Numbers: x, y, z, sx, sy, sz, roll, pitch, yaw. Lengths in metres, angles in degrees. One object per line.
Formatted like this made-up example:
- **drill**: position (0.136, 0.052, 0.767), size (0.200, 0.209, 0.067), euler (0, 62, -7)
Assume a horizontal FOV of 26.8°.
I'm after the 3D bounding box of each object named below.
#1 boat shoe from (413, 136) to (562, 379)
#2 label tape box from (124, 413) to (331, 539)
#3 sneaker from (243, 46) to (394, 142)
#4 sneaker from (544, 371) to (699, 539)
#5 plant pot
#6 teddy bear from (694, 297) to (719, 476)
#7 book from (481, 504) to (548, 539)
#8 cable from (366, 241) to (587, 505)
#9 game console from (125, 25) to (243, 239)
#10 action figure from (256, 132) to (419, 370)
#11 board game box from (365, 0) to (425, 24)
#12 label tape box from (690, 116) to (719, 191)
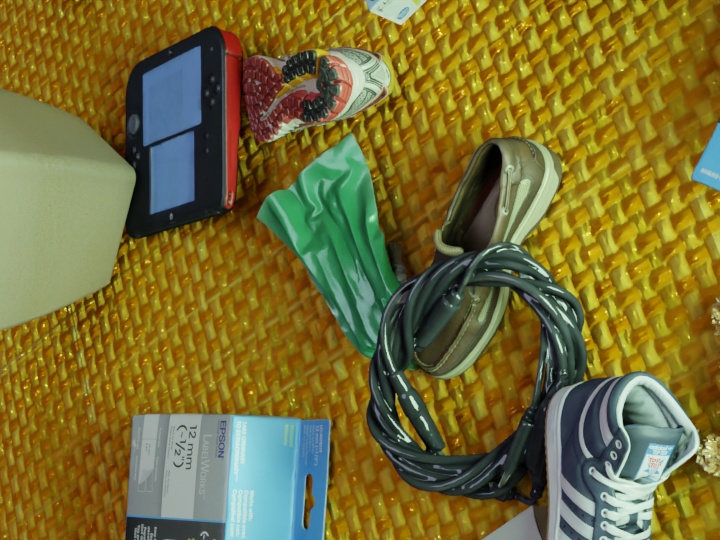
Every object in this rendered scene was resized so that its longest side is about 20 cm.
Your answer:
- **boat shoe**: position (0.080, -0.013, 1.175), size (0.075, 0.075, 0.203), euler (30, 102, 43)
- **label tape box**: position (-0.120, 0.198, 1.325), size (0.200, 0.066, 0.144), euler (-6, 77, 44)
- **sneaker**: position (-0.041, -0.155, 1.329), size (0.200, 0.082, 0.078), euler (7, 106, 58)
- **sneaker**: position (0.180, 0.165, 1.025), size (0.108, 0.070, 0.200), euler (-33, 57, 59)
- **plant pot**: position (-0.340, -0.066, 1.496), size (0.200, 0.177, 0.200), euler (41, 121, 41)
- **teddy bear**: position (0.277, 0.089, 0.975), size (0.145, 0.067, 0.200), euler (-3, 79, 45)
- **book**: position (0.089, 0.281, 1.130), size (0.200, 0.048, 0.134), euler (-42, 51, 31)
- **cable**: position (0.085, 0.073, 1.141), size (0.163, 0.051, 0.200), euler (15, 104, 25)
- **game console**: position (-0.174, -0.129, 1.443), size (0.200, 0.031, 0.177), euler (-12, 72, 55)
- **action figure**: position (0.000, 0.000, 1.263), size (0.118, 0.055, 0.200), euler (-41, 63, 28)
- **board game box**: position (0.061, -0.280, 1.005), size (0.200, 0.034, 0.135), euler (-42, 54, 30)
- **label tape box**: position (0.324, -0.121, 0.977), size (0.144, 0.063, 0.200), euler (32, 103, 42)
